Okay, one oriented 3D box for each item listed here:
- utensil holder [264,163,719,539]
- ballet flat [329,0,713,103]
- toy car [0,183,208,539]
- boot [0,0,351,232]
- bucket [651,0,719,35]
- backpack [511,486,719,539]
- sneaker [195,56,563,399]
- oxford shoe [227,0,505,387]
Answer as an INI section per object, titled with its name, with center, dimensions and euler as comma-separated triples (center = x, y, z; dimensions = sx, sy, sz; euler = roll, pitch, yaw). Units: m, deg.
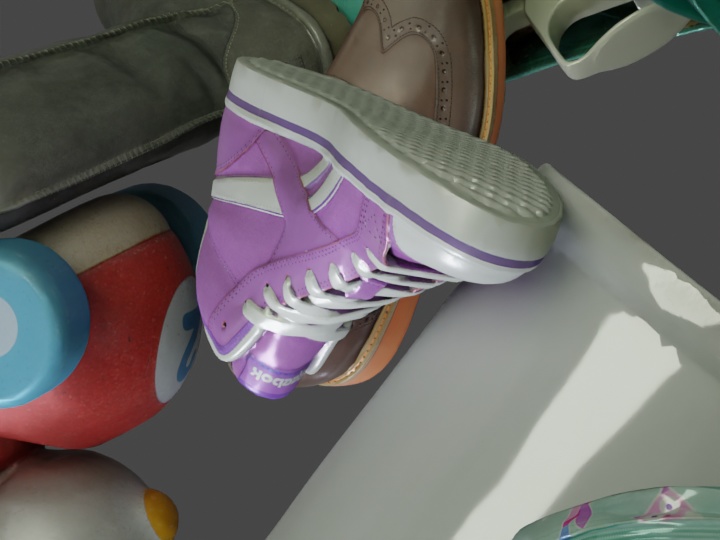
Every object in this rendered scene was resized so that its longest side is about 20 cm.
[utensil holder]
center = 0.068, 0.091, 0.906
dimensions = 0.170, 0.170, 0.200
euler = 42, 94, 32
[ballet flat]
center = 0.067, -0.103, 1.028
dimensions = 0.199, 0.067, 0.071
euler = -17, 43, 19
[toy car]
center = -0.117, 0.088, 1.028
dimensions = 0.176, 0.184, 0.201
euler = -27, 92, 18
[boot]
center = -0.123, -0.077, 1.041
dimensions = 0.199, 0.073, 0.181
euler = -28, 30, -30
[bucket]
center = 0.176, -0.164, 0.902
dimensions = 0.207, 0.207, 0.135
euler = -45, 21, 6
[backpack]
center = 0.129, 0.139, 0.767
dimensions = 0.167, 0.199, 0.127
euler = -38, 49, 45
[sneaker]
center = 0.001, 0.000, 0.895
dimensions = 0.200, 0.072, 0.115
euler = 31, 107, 63
[oxford shoe]
center = 0.000, -0.041, 0.999
dimensions = 0.071, 0.073, 0.201
euler = 29, 112, 33
